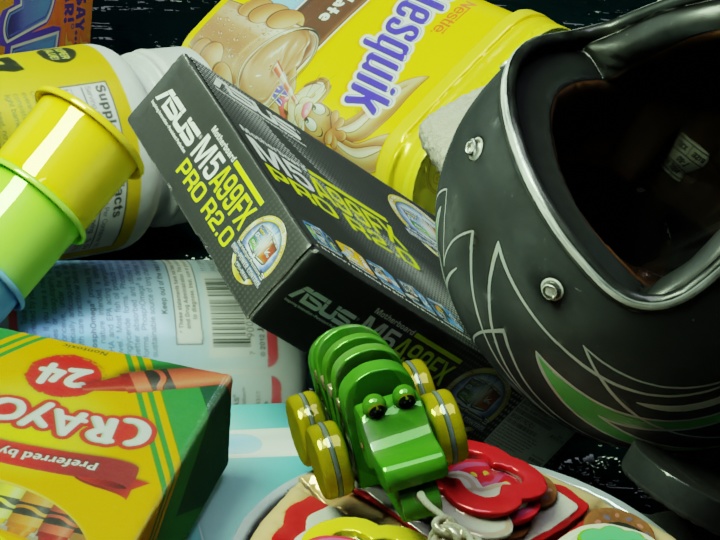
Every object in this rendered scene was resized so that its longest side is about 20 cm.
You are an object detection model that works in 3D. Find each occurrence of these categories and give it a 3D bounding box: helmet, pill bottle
[{"bbox_3d":[0.131,-0.016,1.133,0.190,0.200,0.200,-17,26,11],"label":"helmet"},{"bbox_3d":[-0.129,0.049,1.206,0.199,0.109,0.109,0,29,-13],"label":"pill bottle"},{"bbox_3d":[-0.175,-0.058,1.390,0.199,0.115,0.114,-11,33,-31],"label":"pill bottle"}]

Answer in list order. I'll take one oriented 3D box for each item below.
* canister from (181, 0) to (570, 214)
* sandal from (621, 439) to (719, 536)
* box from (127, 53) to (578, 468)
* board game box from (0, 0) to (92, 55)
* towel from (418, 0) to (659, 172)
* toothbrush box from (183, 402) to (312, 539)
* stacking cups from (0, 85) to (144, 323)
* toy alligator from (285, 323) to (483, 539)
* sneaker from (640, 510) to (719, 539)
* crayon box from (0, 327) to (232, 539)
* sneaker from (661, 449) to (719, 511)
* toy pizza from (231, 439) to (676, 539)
[{"bbox_3d":[0.008,-0.108,1.517,0.200,0.087,0.149,27,64,37],"label":"canister"},{"bbox_3d":[0.192,0.108,1.125,0.200,0.045,0.075,30,5,-38],"label":"sandal"},{"bbox_3d":[0.000,0.000,1.204,0.200,0.044,0.160,32,17,-40],"label":"box"},{"bbox_3d":[-0.286,-0.181,1.498,0.199,0.200,0.200,19,31,22],"label":"board game box"},{"bbox_3d":[0.131,-0.084,1.291,0.200,0.035,0.133,-25,25,-2],"label":"towel"},{"bbox_3d":[-0.076,0.128,1.098,0.199,0.086,0.147,-2,30,-12],"label":"toothbrush box"},{"bbox_3d":[-0.172,0.015,1.124,0.060,0.061,0.200,25,69,30],"label":"stacking cups"},{"bbox_3d":[0.010,0.059,1.030,0.059,0.054,0.200,-16,18,-9],"label":"toy alligator"},{"bbox_3d":[0.110,0.158,1.086,0.200,0.077,0.111,-14,40,-41],"label":"sneaker"},{"bbox_3d":[-0.136,0.096,1.005,0.127,0.051,0.200,11,31,10],"label":"crayon box"},{"bbox_3d":[0.246,0.108,1.220,0.199,0.076,0.116,-6,34,-23],"label":"sneaker"},{"bbox_3d":[0.047,0.121,1.021,0.199,0.032,0.200,7,30,-4],"label":"toy pizza"}]
